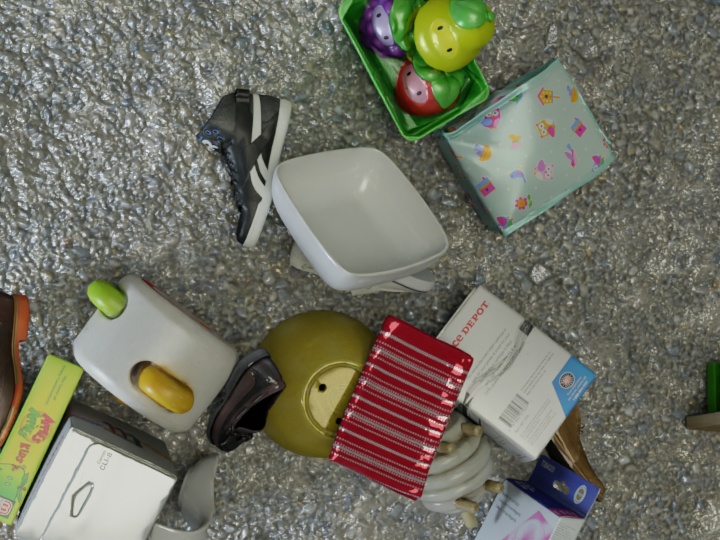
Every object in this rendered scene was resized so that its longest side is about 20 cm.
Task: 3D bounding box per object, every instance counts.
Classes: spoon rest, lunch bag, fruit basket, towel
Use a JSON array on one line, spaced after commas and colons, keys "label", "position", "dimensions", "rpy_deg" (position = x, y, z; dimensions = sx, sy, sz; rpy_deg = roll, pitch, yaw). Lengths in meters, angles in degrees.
[{"label": "spoon rest", "position": [-0.207, 0.300, 1.516], "dimensions": [0.060, 0.200, 0.100], "rpy_deg": [17, 107, 4]}, {"label": "lunch bag", "position": [0.224, -0.168, 1.622], "dimensions": [0.200, 0.122, 0.171], "rpy_deg": [-33, 99, -3]}, {"label": "fruit basket", "position": [0.081, -0.285, 1.540], "dimensions": [0.155, 0.216, 0.216], "rpy_deg": [-31, 100, -9]}, {"label": "towel", "position": [0.055, 0.172, 1.515], "dimensions": [0.144, 0.022, 0.200], "rpy_deg": [29, 75, -24]}]

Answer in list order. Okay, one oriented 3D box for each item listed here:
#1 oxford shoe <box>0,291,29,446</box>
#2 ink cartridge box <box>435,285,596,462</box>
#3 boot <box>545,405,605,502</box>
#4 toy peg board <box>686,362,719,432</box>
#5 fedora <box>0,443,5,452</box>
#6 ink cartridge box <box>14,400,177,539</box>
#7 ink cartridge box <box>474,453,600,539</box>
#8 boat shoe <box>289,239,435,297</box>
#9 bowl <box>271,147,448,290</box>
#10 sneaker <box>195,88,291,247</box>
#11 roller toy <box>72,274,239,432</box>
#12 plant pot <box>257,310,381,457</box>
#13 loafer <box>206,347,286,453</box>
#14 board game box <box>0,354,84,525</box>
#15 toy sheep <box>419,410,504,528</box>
[{"label": "oxford shoe", "position": [-0.457, 0.122, 1.482], "dimensions": [0.072, 0.071, 0.200], "rpy_deg": [14, 63, -33]}, {"label": "ink cartridge box", "position": [0.189, 0.139, 1.619], "dimensions": [0.200, 0.084, 0.145], "rpy_deg": [38, 78, 4]}, {"label": "boot", "position": [0.294, 0.234, 1.691], "dimensions": [0.075, 0.074, 0.200], "rpy_deg": [-38, 98, -14]}, {"label": "toy peg board", "position": [0.596, 0.176, 1.698], "dimensions": [0.199, 0.200, 0.098], "rpy_deg": [6, 78, -13]}, {"label": "fedora", "position": [-0.531, 0.214, 1.485], "dimensions": [0.200, 0.092, 0.201], "rpy_deg": [-1, 93, -13]}, {"label": "ink cartridge box", "position": [-0.326, 0.266, 1.481], "dimensions": [0.144, 0.200, 0.146], "rpy_deg": [28, 88, -13]}, {"label": "ink cartridge box", "position": [0.222, 0.349, 1.614], "dimensions": [0.043, 0.196, 0.200], "rpy_deg": [26, 87, -15]}, {"label": "boat shoe", "position": [0.000, 0.000, 1.615], "dimensions": [0.200, 0.071, 0.070], "rpy_deg": [18, 117, -17]}, {"label": "bowl", "position": [-0.008, -0.058, 1.547], "dimensions": [0.199, 0.075, 0.200], "rpy_deg": [-15, 59, -39]}, {"label": "sneaker", "position": [-0.165, -0.136, 1.564], "dimensions": [0.112, 0.073, 0.200], "rpy_deg": [13, 82, -10]}, {"label": "roller toy", "position": [-0.255, 0.109, 1.495], "dimensions": [0.200, 0.182, 0.140], "rpy_deg": [35, 86, 20]}, {"label": "plant pot", "position": [-0.039, 0.158, 1.570], "dimensions": [0.200, 0.142, 0.201], "rpy_deg": [-1, 94, -13]}, {"label": "loafer", "position": [-0.144, 0.180, 1.527], "dimensions": [0.072, 0.200, 0.063], "rpy_deg": [-29, 65, -38]}, {"label": "board game box", "position": [-0.405, 0.207, 1.471], "dimensions": [0.048, 0.102, 0.200], "rpy_deg": [26, 74, -12]}, {"label": "toy sheep", "position": [0.118, 0.262, 1.619], "dimensions": [0.138, 0.138, 0.200], "rpy_deg": [-20, 104, -11]}]
